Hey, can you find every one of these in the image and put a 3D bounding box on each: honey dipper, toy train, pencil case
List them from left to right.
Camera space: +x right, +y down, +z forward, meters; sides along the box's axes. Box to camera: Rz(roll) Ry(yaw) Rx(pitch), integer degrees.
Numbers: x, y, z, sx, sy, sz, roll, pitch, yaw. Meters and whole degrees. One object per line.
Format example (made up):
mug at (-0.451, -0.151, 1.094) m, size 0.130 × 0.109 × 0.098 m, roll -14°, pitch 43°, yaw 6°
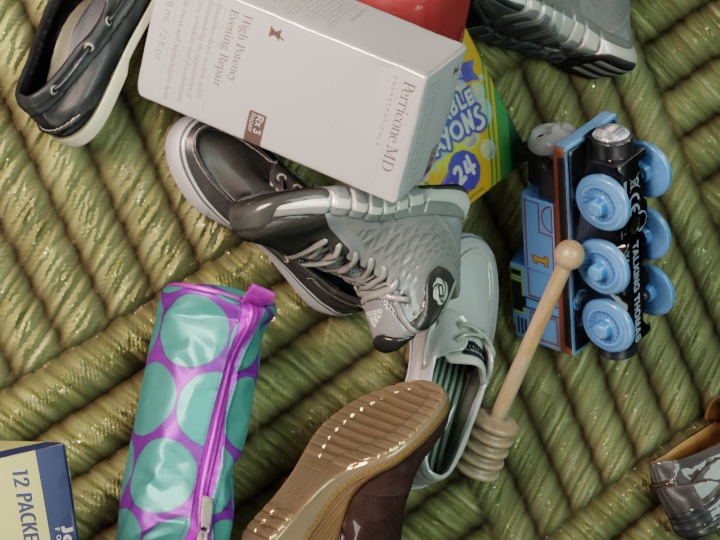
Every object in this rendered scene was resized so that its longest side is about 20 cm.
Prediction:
pencil case at (-0.112, 0.108, 1.620) m, size 0.085 × 0.092 × 0.200 m, roll 17°, pitch 78°, yaw -34°
honey dipper at (0.122, 0.065, 1.762) m, size 0.038 × 0.038 × 0.200 m, roll 7°, pitch 115°, yaw -35°
toy train at (0.170, -0.025, 1.782) m, size 0.087 × 0.114 × 0.200 m, roll -37°, pitch 133°, yaw -40°

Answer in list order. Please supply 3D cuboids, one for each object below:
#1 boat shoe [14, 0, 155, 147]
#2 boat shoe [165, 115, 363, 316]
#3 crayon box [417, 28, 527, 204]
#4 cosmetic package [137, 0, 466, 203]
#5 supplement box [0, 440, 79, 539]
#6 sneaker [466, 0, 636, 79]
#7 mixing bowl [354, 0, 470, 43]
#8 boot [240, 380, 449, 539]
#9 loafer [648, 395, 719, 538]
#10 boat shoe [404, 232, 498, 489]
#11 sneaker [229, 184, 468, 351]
boat shoe at (-0.182, -0.186, 1.595) m, size 0.066 × 0.074 × 0.199 m, roll 29°, pitch 81°, yaw -43°
boat shoe at (-0.054, -0.042, 1.689) m, size 0.200 × 0.057 × 0.069 m, roll 44°, pitch 65°, yaw -26°
crayon box at (0.030, -0.136, 1.757) m, size 0.126 × 0.052 × 0.200 m, roll -38°, pitch 109°, yaw -31°
cosmetic package at (-0.041, -0.134, 1.588) m, size 0.074 × 0.200 × 0.102 m, roll -43°, pitch 152°, yaw -55°
supplement box at (-0.296, 0.185, 1.418) m, size 0.200 × 0.200 × 0.134 m, roll -12°, pitch 94°, yaw -35°
sneaker at (0.141, -0.228, 1.833) m, size 0.200 × 0.075 × 0.116 m, roll 20°, pitch 71°, yaw -46°
mixing bowl at (0.001, -0.223, 1.664) m, size 0.200 × 0.108 × 0.200 m, roll 9°, pitch 64°, yaw -18°
boot at (0.006, 0.190, 1.699) m, size 0.200 × 0.072 × 0.166 m, roll -42°, pitch 132°, yaw -20°
loafer at (0.313, 0.131, 1.936) m, size 0.200 × 0.073 × 0.072 m, roll -42°, pitch 107°, yaw -30°
boat shoe at (0.073, 0.068, 1.765) m, size 0.074 × 0.067 × 0.200 m, roll 19°, pitch 78°, yaw -29°
sneaker at (0.000, 0.000, 1.636) m, size 0.200 × 0.075 × 0.116 m, roll -3°, pitch 90°, yaw -39°
